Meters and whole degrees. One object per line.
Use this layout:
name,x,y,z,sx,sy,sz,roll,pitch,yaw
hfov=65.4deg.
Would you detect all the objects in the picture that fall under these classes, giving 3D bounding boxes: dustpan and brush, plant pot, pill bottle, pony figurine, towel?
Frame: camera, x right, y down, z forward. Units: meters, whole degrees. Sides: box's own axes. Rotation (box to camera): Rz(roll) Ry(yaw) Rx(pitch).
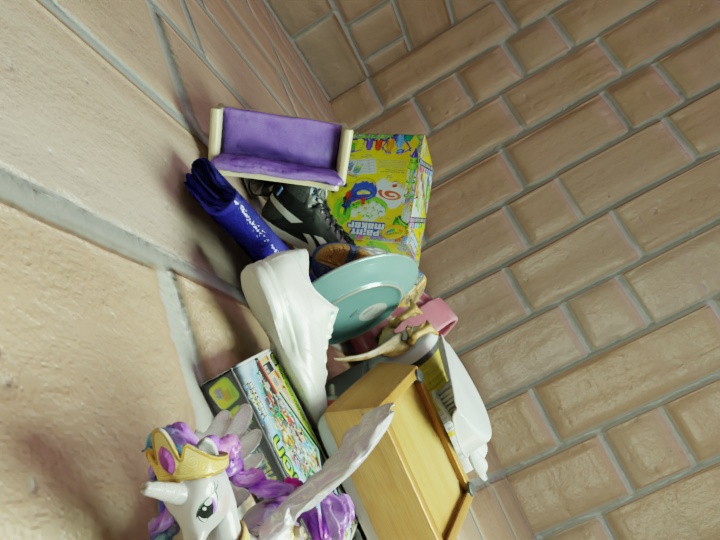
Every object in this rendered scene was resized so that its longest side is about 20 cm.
dustpan and brush,0.135,0.198,0.715,0.201,0.057,0.140,54,17,-24
plant pot,0.049,0.087,1.026,0.179,0.200,0.200,49,6,16
pill bottle,0.102,0.190,0.809,0.202,0.110,0.111,61,9,-10
pony figurine,-0.059,0.168,0.356,0.193,0.164,0.203,-24,102,-73
towel,-0.131,-0.038,0.693,0.200,0.049,0.148,52,-5,-40

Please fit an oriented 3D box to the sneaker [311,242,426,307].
sneaker,0.000,0.000,0.793,0.199,0.076,0.088,19,15,-41

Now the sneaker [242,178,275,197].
sneaker,-0.134,-0.131,0.967,0.147,0.076,0.204,-83,153,-59

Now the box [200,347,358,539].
box,-0.071,0.179,0.532,0.202,0.034,0.110,63,10,2

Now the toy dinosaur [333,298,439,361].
toy dinosaur,0.042,0.092,0.721,0.061,0.106,0.200,50,5,9

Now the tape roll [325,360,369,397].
tape roll,0.025,0.234,0.804,0.202,0.066,0.201,59,10,-16

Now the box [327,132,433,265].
box,0.011,-0.124,0.978,0.122,0.197,0.195,52,47,-67

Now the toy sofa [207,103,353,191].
toy sofa,-0.113,-0.177,0.798,0.098,0.197,0.084,-107,-154,-65

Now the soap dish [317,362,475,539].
soap dish,0.048,0.213,0.621,0.202,0.081,0.157,66,26,1

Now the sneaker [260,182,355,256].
sneaker,-0.052,-0.077,0.857,0.198,0.113,0.073,27,17,1

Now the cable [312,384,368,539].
cable,-0.017,0.219,0.632,0.096,0.050,0.201,26,34,-26

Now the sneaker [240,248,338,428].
sneaker,-0.056,0.074,0.614,0.075,0.088,0.202,9,-60,51

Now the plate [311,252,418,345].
plate,-0.011,0.049,0.713,0.026,0.199,0.200,62,8,27

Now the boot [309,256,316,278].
boot,-0.035,0.027,0.877,0.129,0.068,0.200,23,17,4
